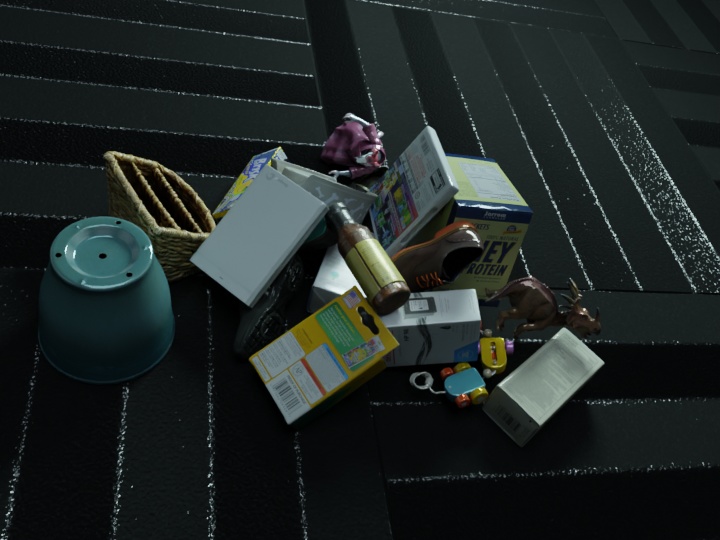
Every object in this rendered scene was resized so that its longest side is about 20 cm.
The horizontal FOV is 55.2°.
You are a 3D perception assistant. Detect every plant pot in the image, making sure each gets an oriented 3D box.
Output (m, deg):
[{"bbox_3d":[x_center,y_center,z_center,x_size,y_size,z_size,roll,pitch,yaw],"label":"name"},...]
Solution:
[{"bbox_3d":[-0.369,0.032,1.003,0.200,0.188,0.200,9,48,-10],"label":"plant pot"}]

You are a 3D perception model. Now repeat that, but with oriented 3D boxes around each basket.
[{"bbox_3d":[-0.325,-0.102,1.158,0.143,0.149,0.200,-21,59,-31],"label":"basket"}]

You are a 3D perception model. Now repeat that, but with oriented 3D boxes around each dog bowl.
[{"bbox_3d":[-0.072,-0.139,1.217,0.200,0.059,0.200,19,9,-3],"label":"dog bowl"}]

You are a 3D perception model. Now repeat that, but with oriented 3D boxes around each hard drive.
[{"bbox_3d":[-0.162,-0.057,1.103,0.132,0.026,0.200,35,83,18],"label":"hard drive"}]

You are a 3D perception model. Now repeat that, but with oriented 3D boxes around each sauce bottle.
[{"bbox_3d":[0.006,-0.025,1.083,0.066,0.066,0.200,-14,58,-27],"label":"sauce bottle"}]

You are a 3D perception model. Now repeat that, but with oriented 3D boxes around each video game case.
[{"bbox_3d":[0.084,-0.136,1.205,0.023,0.182,0.200,28,30,-29],"label":"video game case"}]

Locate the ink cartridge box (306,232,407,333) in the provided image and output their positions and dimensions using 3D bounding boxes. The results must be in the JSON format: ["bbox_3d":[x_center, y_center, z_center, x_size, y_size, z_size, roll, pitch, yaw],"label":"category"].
[{"bbox_3d":[0.000,0.000,1.219,0.136,0.076,0.200,20,49,-1],"label":"ink cartridge box"}]

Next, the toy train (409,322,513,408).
[{"bbox_3d":[0.171,0.150,1.164,0.150,0.056,0.200,19,51,23],"label":"toy train"}]

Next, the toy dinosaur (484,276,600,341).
[{"bbox_3d":[0.294,0.051,1.142,0.200,0.135,0.086,29,46,-32],"label":"toy dinosaur"}]

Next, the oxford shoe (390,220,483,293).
[{"bbox_3d":[0.104,-0.001,1.092,0.071,0.200,0.073,46,14,-32],"label":"oxford shoe"}]

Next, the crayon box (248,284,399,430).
[{"bbox_3d":[-0.052,0.132,1.050,0.200,0.052,0.126,-35,63,-4],"label":"crayon box"}]

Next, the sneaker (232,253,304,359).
[{"bbox_3d":[-0.165,0.055,1.128,0.091,0.076,0.200,10,55,22],"label":"sneaker"}]

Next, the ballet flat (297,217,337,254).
[{"bbox_3d":[-0.120,-0.044,1.201,0.200,0.068,0.068,-10,68,28],"label":"ballet flat"}]

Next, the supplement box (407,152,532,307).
[{"bbox_3d":[0.182,-0.074,1.228,0.134,0.200,0.200,4,34,-14],"label":"supplement box"}]

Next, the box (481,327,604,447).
[{"bbox_3d":[0.306,0.191,1.149,0.200,0.078,0.095,-29,63,-34],"label":"box"}]

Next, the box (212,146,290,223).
[{"bbox_3d":[-0.191,-0.143,1.264,0.070,0.064,0.200,-14,33,28],"label":"box"}]

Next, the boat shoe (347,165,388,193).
[{"bbox_3d":[-0.005,-0.143,1.347,0.073,0.065,0.200,30,49,7],"label":"boat shoe"}]

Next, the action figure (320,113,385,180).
[{"bbox_3d":[0.002,-0.229,1.377,0.149,0.134,0.200,19,13,-32],"label":"action figure"}]

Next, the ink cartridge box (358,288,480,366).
[{"bbox_3d":[0.087,0.096,1.107,0.200,0.116,0.067,-5,49,2],"label":"ink cartridge box"}]
